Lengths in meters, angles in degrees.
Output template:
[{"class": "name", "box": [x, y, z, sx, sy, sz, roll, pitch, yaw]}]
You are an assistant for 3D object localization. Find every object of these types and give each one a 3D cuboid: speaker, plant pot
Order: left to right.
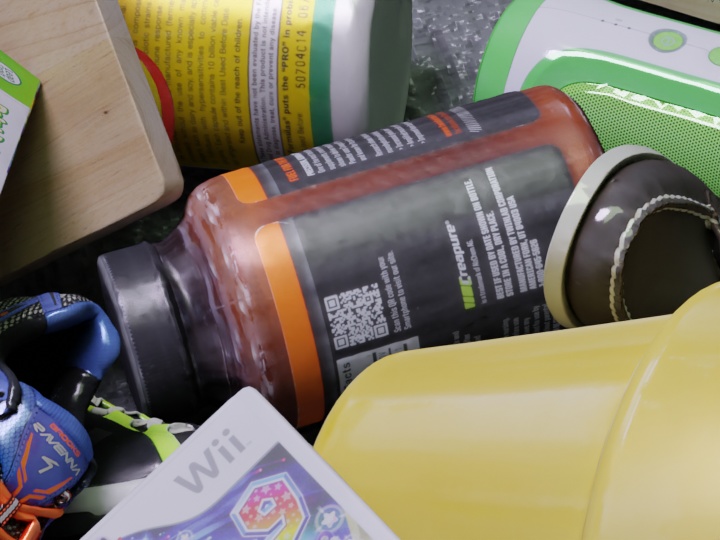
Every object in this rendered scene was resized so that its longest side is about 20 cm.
[{"class": "plant pot", "box": [0.088, 0.098, 0.792, 0.188, 0.201, 0.201, 5, 43, 32]}, {"class": "speaker", "box": [0.151, -0.058, 1.011, 0.200, 0.089, 0.088, 18, 49, 23]}]

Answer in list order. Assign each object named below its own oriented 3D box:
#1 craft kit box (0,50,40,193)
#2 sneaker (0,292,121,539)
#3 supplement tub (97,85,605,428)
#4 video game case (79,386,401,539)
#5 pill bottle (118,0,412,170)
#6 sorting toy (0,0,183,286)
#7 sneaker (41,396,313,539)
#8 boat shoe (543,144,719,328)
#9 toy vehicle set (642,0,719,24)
[{"class": "craft kit box", "box": [-0.198, 0.019, 0.862, 0.048, 0.200, 0.198, 38, 15, -11]}, {"class": "sneaker", "box": [-0.129, 0.069, 0.780, 0.078, 0.075, 0.200, -21, 35, 22]}, {"class": "supplement tub", "box": [0.000, 0.000, 0.951, 0.200, 0.107, 0.107, -16, 45, -9]}, {"class": "video game case", "box": [-0.030, 0.140, 0.724, 0.143, 0.018, 0.200, -43, 49, -5]}, {"class": "pill bottle", "box": [-0.084, -0.102, 1.061, 0.199, 0.113, 0.113, 5, 45, 11]}, {"class": "sorting toy", "box": [-0.178, -0.083, 0.997, 0.200, 0.070, 0.199, -24, 82, 23]}, {"class": "sneaker", "box": [-0.116, 0.063, 0.889, 0.199, 0.072, 0.083, -7, 76, 10]}, {"class": "boat shoe", "box": [0.124, 0.007, 0.885, 0.060, 0.201, 0.072, 29, 91, 25]}, {"class": "toy vehicle set", "box": [0.197, -0.144, 1.081, 0.124, 0.027, 0.200, -20, 25, -24]}]
